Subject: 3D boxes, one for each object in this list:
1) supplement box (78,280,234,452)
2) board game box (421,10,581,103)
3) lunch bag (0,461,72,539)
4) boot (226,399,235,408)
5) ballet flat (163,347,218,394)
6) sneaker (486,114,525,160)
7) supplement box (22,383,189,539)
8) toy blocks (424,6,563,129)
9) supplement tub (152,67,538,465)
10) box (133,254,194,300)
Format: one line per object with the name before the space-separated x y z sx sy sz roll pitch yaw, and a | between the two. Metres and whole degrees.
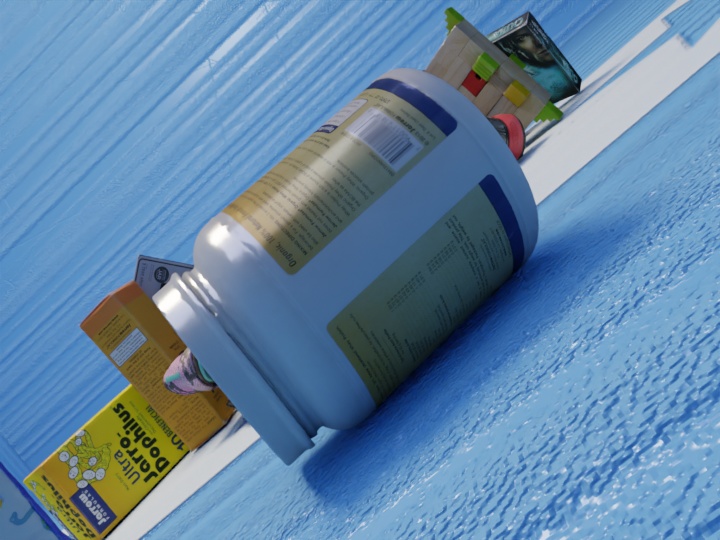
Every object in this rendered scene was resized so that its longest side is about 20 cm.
supplement box | -0.236 0.113 0.869 0.069 0.201 0.067 -41 4 14
board game box | 0.191 -0.266 1.034 0.197 0.134 0.029 -18 45 45
lunch bag | -0.375 0.281 0.664 0.199 0.171 0.127 -42 6 -10
boot | -0.078 0.094 0.729 0.132 0.067 0.200 -54 8 -11
ballet flat | -0.158 0.103 0.853 0.070 0.071 0.199 -18 -4 24
sneaker | 0.108 -0.139 0.914 0.096 0.073 0.199 -3 -12 -36
supplement box | -0.292 0.220 0.904 0.109 0.109 0.200 -35 8 49
toy blocks | 0.148 -0.220 0.962 0.137 0.199 0.100 -50 -2 35
supplement tub | -0.008 -0.003 0.432 0.199 0.145 0.144 -41 5 -12
box | -0.202 0.058 0.959 0.060 0.194 0.120 156 123 -75
